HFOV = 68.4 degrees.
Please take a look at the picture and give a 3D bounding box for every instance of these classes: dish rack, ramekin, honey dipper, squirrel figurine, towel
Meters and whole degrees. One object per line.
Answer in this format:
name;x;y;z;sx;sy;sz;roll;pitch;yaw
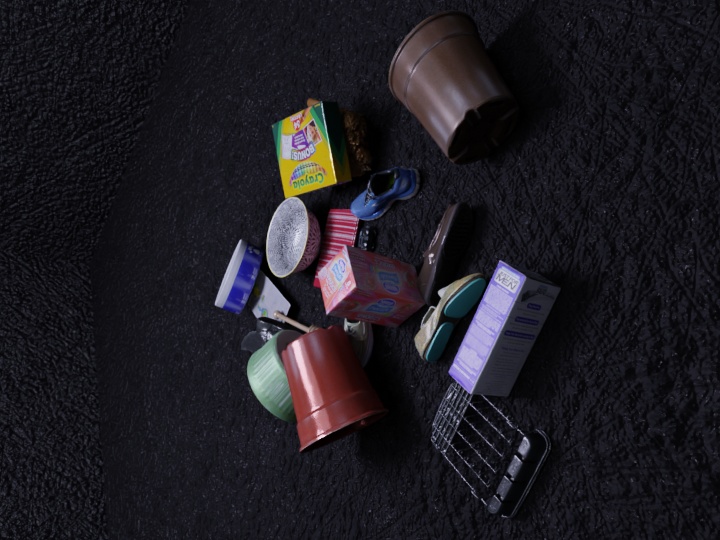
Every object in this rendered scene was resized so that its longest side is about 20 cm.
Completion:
dish rack;0.205;0.287;0.892;0.199;0.053;0.158;40;111;49
ramekin;-0.158;0.239;1.241;0.098;0.197;0.203;-45;49;22
honey dipper;-0.158;0.141;1.353;0.196;0.037;0.040;18;94;41
squirrel figurine;-0.055;-0.292;1.284;0.199;0.137;0.194;35;114;51
towel;-0.057;-0.048;1.313;0.142;0.022;0.209;10;88;53

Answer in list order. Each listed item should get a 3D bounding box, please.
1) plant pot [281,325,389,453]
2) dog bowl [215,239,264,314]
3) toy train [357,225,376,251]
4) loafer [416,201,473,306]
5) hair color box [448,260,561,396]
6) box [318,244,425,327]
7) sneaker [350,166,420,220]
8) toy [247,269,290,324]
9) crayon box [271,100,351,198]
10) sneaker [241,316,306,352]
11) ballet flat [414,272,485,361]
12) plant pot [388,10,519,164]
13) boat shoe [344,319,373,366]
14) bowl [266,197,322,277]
plant pot;-0.066;0.235;1.090;0.200;0.196;0.201;-39;66;37
dog bowl;-0.355;0.019;1.558;0.203;0.076;0.203;-58;19;32
toy train;0.000;0.000;1.222;0.045;0.033;0.209;5;86;52
loafer;0.150;-0.038;1.016;0.070;0.071;0.207;33;106;47
hair color box;0.232;0.098;0.857;0.065;0.107;0.206;39;111;48
box;0.025;0.036;1.054;0.102;0.195;0.097;-40;51;34
sneaker;0.038;-0.178;1.175;0.197;0.087;0.082;-28;59;44
toy;-0.248;0.097;1.493;0.199;0.046;0.119;39;113;41
crayon box;-0.118;-0.277;1.241;0.196;0.057;0.180;-6;96;47
sneaker;-0.224;0.192;1.395;0.194;0.060;0.108;19;103;22
ballet flat;0.159;0.075;0.987;0.071;0.069;0.204;50;121;43
plant pot;0.177;-0.321;0.970;0.201;0.196;0.203;-46;56;33
boat shoe;-0.012;0.116;1.161;0.070;0.061;0.209;8;99;34
bowl;-0.158;-0.079;1.388;0.197;0.092;0.210;-15;71;48
